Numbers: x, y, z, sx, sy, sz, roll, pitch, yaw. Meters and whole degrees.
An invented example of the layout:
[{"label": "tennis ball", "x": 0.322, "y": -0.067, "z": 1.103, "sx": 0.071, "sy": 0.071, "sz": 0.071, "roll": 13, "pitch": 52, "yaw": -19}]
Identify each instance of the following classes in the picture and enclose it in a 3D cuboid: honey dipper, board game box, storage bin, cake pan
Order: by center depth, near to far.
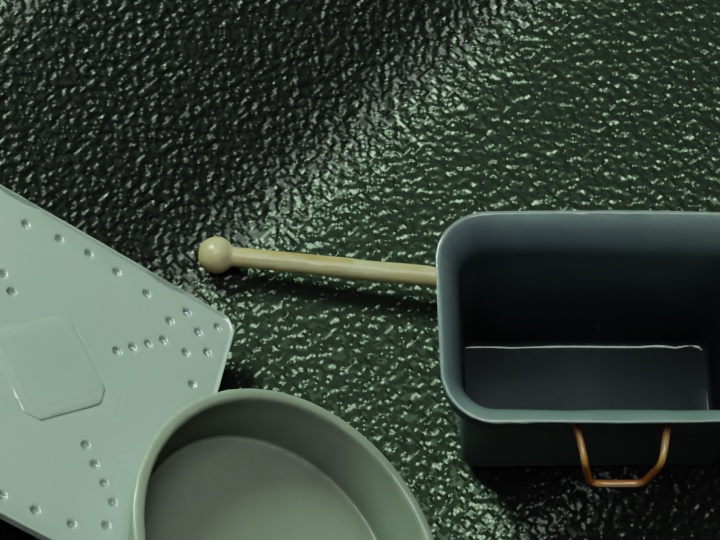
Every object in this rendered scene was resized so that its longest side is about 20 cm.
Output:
[{"label": "cake pan", "x": -0.044, "y": 0.161, "z": 1.158, "sx": 0.199, "sy": 0.037, "sz": 0.201, "roll": 22, "pitch": 48, "yaw": -26}, {"label": "board game box", "x": -0.177, "y": 0.059, "z": 1.174, "sx": 0.199, "sy": 0.026, "sz": 0.201, "roll": 30, "pitch": 44, "yaw": -17}, {"label": "storage bin", "x": 0.139, "y": 0.061, "z": 1.209, "sx": 0.198, "sy": 0.135, "sz": 0.147, "roll": -1, "pitch": 64, "yaw": -2}, {"label": "honey dipper", "x": 0.000, "y": 0.000, "z": 1.289, "sx": 0.198, "sy": 0.038, "sz": 0.038, "roll": 5, "pitch": 64, "yaw": 5}]

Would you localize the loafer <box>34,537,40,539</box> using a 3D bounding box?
[{"label": "loafer", "x": -0.149, "y": 0.160, "z": 1.184, "sx": 0.069, "sy": 0.070, "sz": 0.202, "roll": 6, "pitch": 65, "yaw": 0}]
